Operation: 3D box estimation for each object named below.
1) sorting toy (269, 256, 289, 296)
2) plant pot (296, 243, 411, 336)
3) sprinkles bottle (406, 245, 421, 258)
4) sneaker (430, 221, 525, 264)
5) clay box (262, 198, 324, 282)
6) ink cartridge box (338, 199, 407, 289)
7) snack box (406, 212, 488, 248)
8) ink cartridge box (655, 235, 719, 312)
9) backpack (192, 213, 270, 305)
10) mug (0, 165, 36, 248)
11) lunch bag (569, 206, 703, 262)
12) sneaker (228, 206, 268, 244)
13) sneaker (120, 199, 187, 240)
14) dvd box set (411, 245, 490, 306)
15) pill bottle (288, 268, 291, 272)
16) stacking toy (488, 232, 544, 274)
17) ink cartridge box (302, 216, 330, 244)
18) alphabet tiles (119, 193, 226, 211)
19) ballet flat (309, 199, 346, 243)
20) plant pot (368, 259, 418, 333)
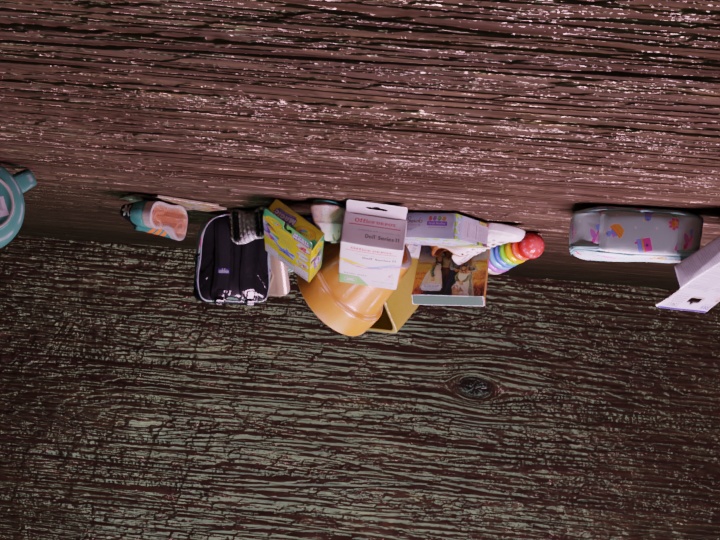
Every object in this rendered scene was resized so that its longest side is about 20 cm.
[{"bbox_3d":[-0.266,-0.035,1.989,0.198,0.187,0.036,2,-161,24],"label":"sorting toy"},{"bbox_3d":[0.000,0.000,1.691,0.183,0.201,0.199,-42,151,28],"label":"plant pot"},{"bbox_3d":[0.115,-0.061,1.825,0.068,0.069,0.199,3,176,41],"label":"sprinkles bottle"},{"bbox_3d":[0.229,-0.052,1.623,0.198,0.086,0.073,2,175,33],"label":"sneaker"},{"bbox_3d":[-0.126,-0.058,1.546,0.114,0.048,0.200,36,160,7],"label":"clay box"},{"bbox_3d":[0.021,-0.044,1.489,0.116,0.068,0.201,8,153,2],"label":"ink cartridge box"},{"bbox_3d":[0.125,-0.078,1.566,0.198,0.054,0.142,3,176,34],"label":"snack box"},{"bbox_3d":[0.551,-0.010,1.226,0.198,0.041,0.200,7,140,-47],"label":"ink cartridge box"},{"bbox_3d":[-0.292,-0.028,1.869,0.176,0.203,0.150,2,-177,-19],"label":"backpack"},{"bbox_3d":[-0.603,-0.114,1.294,0.114,0.187,0.152,-6,148,44],"label":"mug"},{"bbox_3d":[0.427,-0.051,1.282,0.198,0.078,0.160,4,177,11],"label":"lunch bag"},{"bbox_3d":[-0.211,-0.094,1.719,0.080,0.076,0.199,-5,-176,-37],"label":"sneaker"},{"bbox_3d":[-0.417,-0.108,1.677,0.079,0.072,0.200,9,173,12],"label":"sneaker"},{"bbox_3d":[0.187,-0.009,1.667,0.145,0.201,0.030,2,133,14],"label":"dvd box set"},{"bbox_3d":[-0.213,-0.054,2.102,0.112,0.114,0.199,3,177,42],"label":"pill bottle"},{"bbox_3d":[0.332,-0.042,1.772,0.084,0.086,0.200,5,173,-19],"label":"stacking toy"},{"bbox_3d":[-0.113,-0.075,1.833,0.135,0.077,0.199,2,178,37],"label":"ink cartridge box"},{"bbox_3d":[-0.386,-0.139,1.699,0.198,0.006,0.166,6,177,-35],"label":"alphabet tiles"},{"bbox_3d":[-0.050,-0.086,1.536,0.067,0.068,0.200,3,177,12],"label":"ballet flat"},{"bbox_3d":[0.051,0.009,1.992,0.193,0.197,0.200,2,-148,48],"label":"plant pot"}]
